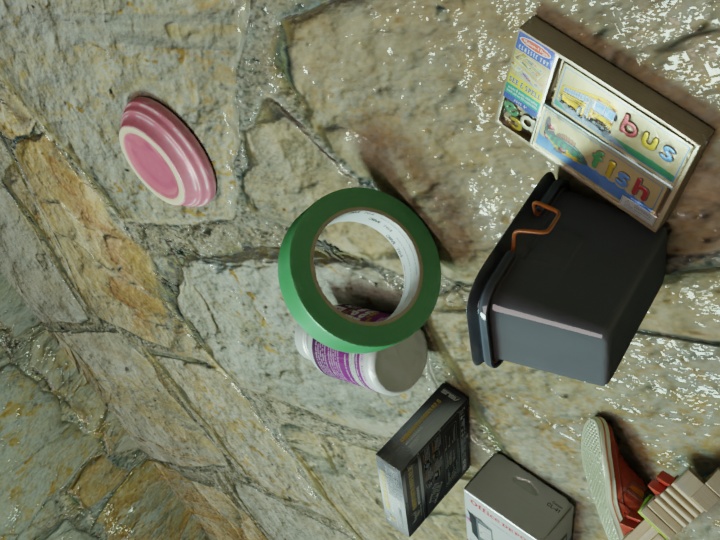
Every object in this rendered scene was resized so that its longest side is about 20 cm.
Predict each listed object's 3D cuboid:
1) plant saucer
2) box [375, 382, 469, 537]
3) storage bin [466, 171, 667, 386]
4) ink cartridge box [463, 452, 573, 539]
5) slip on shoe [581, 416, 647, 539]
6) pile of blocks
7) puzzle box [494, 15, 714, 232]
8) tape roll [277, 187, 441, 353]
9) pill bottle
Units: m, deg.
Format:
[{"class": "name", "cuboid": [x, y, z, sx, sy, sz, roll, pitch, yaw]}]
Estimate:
[{"class": "plant saucer", "cuboid": [-0.315, -0.178, 1.705, 0.200, 0.051, 0.201, 36, 151, 23]}, {"class": "box", "cuboid": [0.097, 0.285, 1.604, 0.048, 0.158, 0.200, 31, 150, 30]}, {"class": "storage bin", "cuboid": [0.209, 0.008, 1.048, 0.134, 0.200, 0.146, 18, 142, 27]}, {"class": "ink cartridge box", "cuboid": [0.237, 0.389, 1.620, 0.147, 0.086, 0.200, 31, 151, 31]}, {"class": "slip on shoe", "cuboid": [0.328, 0.271, 1.363, 0.074, 0.061, 0.200, -138, 27, -73]}, {"class": "pile of blocks", "cuboid": [0.370, 0.271, 1.279, 0.062, 0.082, 0.200, 43, 139, 13]}, {"class": "puzzle box", "cuboid": [0.221, -0.135, 1.005, 0.200, 0.025, 0.133, 38, 151, 19]}, {"class": "tape roll", "cuboid": [0.000, 0.000, 1.316, 0.200, 0.200, 0.048, 50, 153, -5]}, {"class": "pill bottle", "cuboid": [-0.006, 0.109, 1.568, 0.200, 0.112, 0.112, 11, 136, 49]}]
